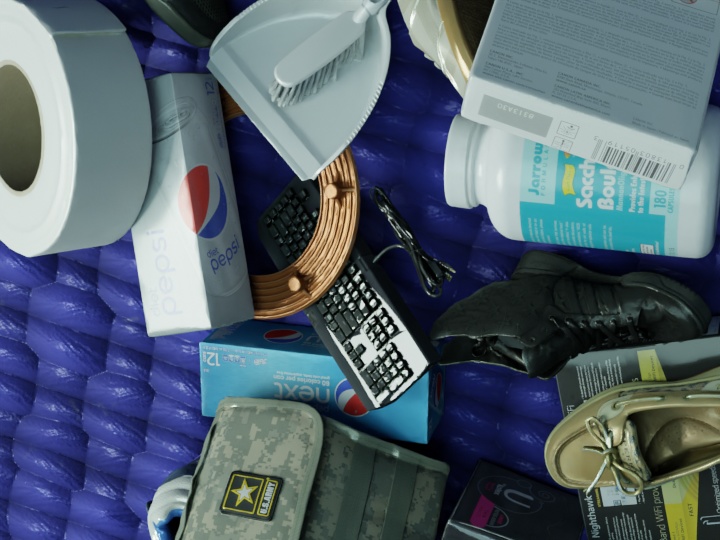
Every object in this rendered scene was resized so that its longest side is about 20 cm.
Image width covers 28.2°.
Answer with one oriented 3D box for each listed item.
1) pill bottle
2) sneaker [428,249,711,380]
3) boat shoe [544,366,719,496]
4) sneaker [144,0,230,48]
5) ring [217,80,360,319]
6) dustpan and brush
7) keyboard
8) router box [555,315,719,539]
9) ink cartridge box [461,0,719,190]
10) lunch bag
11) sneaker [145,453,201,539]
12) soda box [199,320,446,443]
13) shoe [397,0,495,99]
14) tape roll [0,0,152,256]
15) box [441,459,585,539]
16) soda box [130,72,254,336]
[{"bbox_3d":[0.164,-0.073,1.055,0.197,0.111,0.113,6,108,15],"label":"pill bottle"},{"bbox_3d":[0.156,0.046,1.081,0.198,0.105,0.060,16,148,37],"label":"sneaker"},{"bbox_3d":[0.224,0.120,1.062,0.198,0.063,0.074,-25,99,24],"label":"boat shoe"},{"bbox_3d":[-0.134,-0.278,1.105,0.113,0.076,0.202,-21,94,28],"label":"sneaker"},{"bbox_3d":[-0.088,-0.061,1.159,0.198,0.019,0.204,4,98,31],"label":"ring"},{"bbox_3d":[-0.009,-0.185,1.099,0.199,0.057,0.140,-40,76,-7],"label":"dustpan and brush"},{"bbox_3d":[0.000,0.000,1.133,0.127,0.021,0.201,-44,66,21],"label":"keyboard"},{"bbox_3d":[0.247,0.143,1.126,0.155,0.052,0.203,-7,104,20],"label":"router box"},{"bbox_3d":[0.171,-0.167,0.999,0.159,0.202,0.050,19,145,3],"label":"ink cartridge box"},{"bbox_3d":[-0.046,0.204,1.133,0.198,0.166,0.118,22,151,-13],"label":"lunch bag"},{"bbox_3d":[-0.108,0.258,1.220,0.080,0.146,0.201,-31,94,23],"label":"sneaker"},{"bbox_3d":[-0.031,0.090,1.191,0.197,0.064,0.069,6,108,16],"label":"soda box"},{"bbox_3d":[0.063,-0.197,1.045,0.053,0.069,0.202,-32,73,44],"label":"shoe"},{"bbox_3d":[-0.246,-0.116,1.140,0.201,0.070,0.206,14,108,49],"label":"tape roll"},{"bbox_3d":[0.104,0.280,1.174,0.105,0.122,0.203,20,110,10],"label":"box"},{"bbox_3d":[-0.142,-0.053,1.143,0.067,0.063,0.203,-7,92,31],"label":"soda box"}]
